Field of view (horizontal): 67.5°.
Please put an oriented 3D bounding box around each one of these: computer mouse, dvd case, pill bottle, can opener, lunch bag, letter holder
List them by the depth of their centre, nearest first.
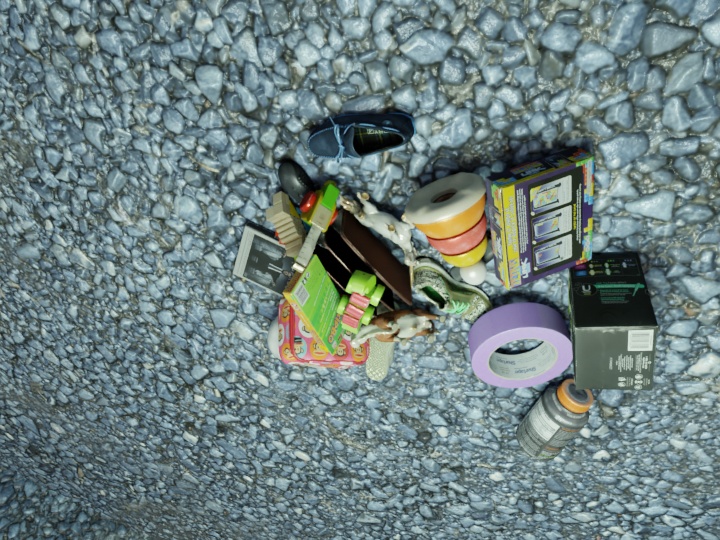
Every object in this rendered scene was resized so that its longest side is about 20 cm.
[{"bbox_3d":[0.238,-0.059,1.004,0.200,0.053,0.067,-43,74,38],"label":"can opener"},{"bbox_3d":[0.000,0.000,1.037,0.100,0.142,0.200,-39,111,18],"label":"letter holder"},{"bbox_3d":[-0.099,-0.126,1.063,0.058,0.034,0.201,-20,118,29],"label":"computer mouse"},{"bbox_3d":[-0.076,0.113,1.138,0.199,0.178,0.082,10,158,-36],"label":"lunch bag"},{"bbox_3d":[-0.175,-0.007,1.186,0.199,0.025,0.151,26,131,-1],"label":"dvd case"},{"bbox_3d":[0.432,0.326,1.190,0.105,0.107,0.201,20,130,2],"label":"pill bottle"}]

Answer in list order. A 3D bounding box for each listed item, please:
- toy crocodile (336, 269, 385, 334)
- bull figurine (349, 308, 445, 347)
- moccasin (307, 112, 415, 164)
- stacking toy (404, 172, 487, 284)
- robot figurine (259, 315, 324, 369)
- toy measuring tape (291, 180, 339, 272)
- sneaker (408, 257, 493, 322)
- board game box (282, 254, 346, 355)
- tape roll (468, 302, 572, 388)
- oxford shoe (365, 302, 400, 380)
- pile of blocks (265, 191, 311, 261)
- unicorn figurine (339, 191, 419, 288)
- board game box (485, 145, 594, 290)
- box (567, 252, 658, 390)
[{"bbox_3d":[-0.005,0.064,0.998,0.067,0.062,0.201,26,144,3],"label":"toy crocodile"},{"bbox_3d":[0.076,0.118,1.105,0.121,0.199,0.066,11,110,61],"label":"bull figurine"},{"bbox_3d":[-0.007,-0.232,0.926,0.198,0.068,0.081,-9,123,24],"label":"moccasin"},{"bbox_3d":[0.176,-0.055,0.945,0.145,0.146,0.201,-14,118,27],"label":"stacking toy"},{"bbox_3d":[-0.128,0.159,1.241,0.198,0.114,0.170,12,163,8],"label":"robot figurine"},{"bbox_3d":[-0.092,-0.082,1.000,0.073,0.201,0.074,17,157,8],"label":"toy measuring tape"},{"bbox_3d":[0.178,0.062,1.080,0.199,0.089,0.077,31,130,-8],"label":"sneaker"},{"bbox_3d":[-0.076,0.070,1.032,0.030,0.096,0.201,6,142,34],"label":"board game box"},{"bbox_3d":[0.321,0.155,1.090,0.198,0.066,0.201,1,134,1],"label":"tape roll"},{"bbox_3d":[0.051,0.154,1.219,0.075,0.058,0.202,15,115,15],"label":"oxford shoe"},{"bbox_3d":[-0.129,-0.062,1.094,0.062,0.082,0.201,-20,103,30],"label":"pile of blocks"},{"bbox_3d":[0.053,-0.076,1.010,0.074,0.137,0.200,-42,75,-3],"label":"unicorn figurine"},{"bbox_3d":[0.302,-0.084,0.901,0.164,0.057,0.201,-18,124,-5],"label":"board game box"},{"bbox_3d":[0.431,0.085,0.941,0.123,0.201,0.149,-3,125,19],"label":"box"}]
